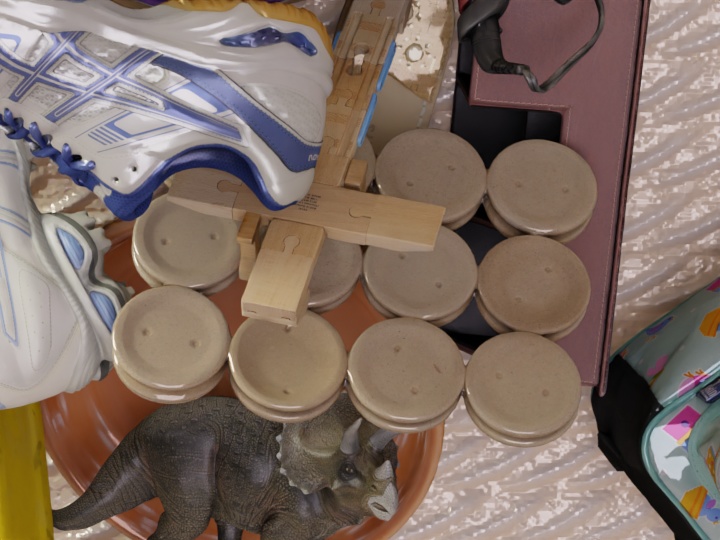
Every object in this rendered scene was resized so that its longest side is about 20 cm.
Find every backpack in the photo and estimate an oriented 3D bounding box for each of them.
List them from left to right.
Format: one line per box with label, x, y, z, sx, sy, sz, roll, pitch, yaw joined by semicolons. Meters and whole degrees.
backpack;0.234;0.066;1.105;0.200;0.153;0.176;-41;110;-6

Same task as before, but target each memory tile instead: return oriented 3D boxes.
memory tile;0.000;0.000;1.019;0.199;0.154;0.017;8;148;-2

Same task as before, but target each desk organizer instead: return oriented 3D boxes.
desk organizer;0.082;-0.050;1.101;0.077;0.072;0.201;4;105;-4

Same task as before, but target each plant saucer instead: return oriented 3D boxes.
plant saucer;-0.057;0.053;1.104;0.200;0.037;0.201;6;119;11

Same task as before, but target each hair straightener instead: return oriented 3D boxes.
hair straightener;0.071;-0.169;1.033;0.077;0.041;0.200;-7;69;-4

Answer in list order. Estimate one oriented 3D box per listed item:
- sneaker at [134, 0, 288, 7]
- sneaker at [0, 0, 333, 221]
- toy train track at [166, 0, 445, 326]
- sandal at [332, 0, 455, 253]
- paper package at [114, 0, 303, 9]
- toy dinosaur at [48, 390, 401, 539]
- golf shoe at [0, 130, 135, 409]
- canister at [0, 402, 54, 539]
sneaker;-0.106;-0.150;0.940;0.200;0.088;0.081;17;101;-11
sneaker;-0.111;-0.066;0.955;0.199;0.075;0.088;3;84;-2
toy train track;-0.012;-0.051;1.024;0.114;0.200;0.033;11;142;9
sandal;0.005;-0.034;1.097;0.077;0.070;0.212;8;104;-7
paper package;-0.083;-0.203;1.026;0.200;0.103;0.191;-14;105;-1
toy dinosaur;-0.054;0.095;1.075;0.200;0.077;0.103;7;105;29
golf shoe;-0.183;-0.028;1.034;0.097;0.078;0.200;-26;70;-29
canister;-0.244;0.116;1.066;0.200;0.087;0.149;-14;62;8
